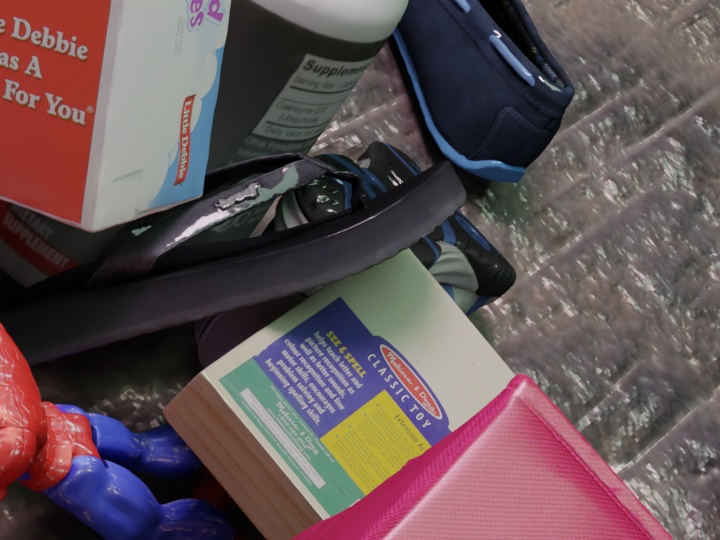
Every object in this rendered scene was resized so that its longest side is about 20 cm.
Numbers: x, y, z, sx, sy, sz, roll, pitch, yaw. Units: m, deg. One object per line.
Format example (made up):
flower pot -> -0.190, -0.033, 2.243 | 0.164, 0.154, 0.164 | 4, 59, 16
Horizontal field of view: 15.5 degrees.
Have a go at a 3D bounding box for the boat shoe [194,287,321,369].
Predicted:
boat shoe -> 0.021, 0.075, 0.947 | 0.200, 0.071, 0.070 | 40, 22, -33

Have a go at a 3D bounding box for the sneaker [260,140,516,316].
sneaker -> 0.000, 0.000, 1.028 | 0.076, 0.077, 0.200 | 46, 15, 17

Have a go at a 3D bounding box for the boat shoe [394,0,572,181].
boat shoe -> 0.050, -0.135, 1.199 | 0.084, 0.069, 0.201 | 1, 55, -47

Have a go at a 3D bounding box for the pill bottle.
pill bottle -> -0.054, -0.088, 0.920 | 0.113, 0.200, 0.114 | 28, 26, -15

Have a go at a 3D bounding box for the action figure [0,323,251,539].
action figure -> -0.111, 0.074, 0.847 | 0.200, 0.099, 0.066 | 38, 25, -54

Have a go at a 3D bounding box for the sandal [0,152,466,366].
sandal -> -0.061, -0.006, 0.866 | 0.076, 0.199, 0.043 | -144, -142, -82

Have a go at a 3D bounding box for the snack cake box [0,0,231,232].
snack cake box -> -0.140, -0.099, 0.844 | 0.199, 0.116, 0.067 | 20, 20, 24

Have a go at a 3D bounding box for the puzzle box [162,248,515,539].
puzzle box -> 0.038, 0.091, 0.864 | 0.200, 0.025, 0.133 | 50, 36, 4

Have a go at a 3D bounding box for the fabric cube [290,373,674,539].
fabric cube -> 0.008, 0.187, 0.687 | 0.196, 0.200, 0.199 | 47, 55, -1
